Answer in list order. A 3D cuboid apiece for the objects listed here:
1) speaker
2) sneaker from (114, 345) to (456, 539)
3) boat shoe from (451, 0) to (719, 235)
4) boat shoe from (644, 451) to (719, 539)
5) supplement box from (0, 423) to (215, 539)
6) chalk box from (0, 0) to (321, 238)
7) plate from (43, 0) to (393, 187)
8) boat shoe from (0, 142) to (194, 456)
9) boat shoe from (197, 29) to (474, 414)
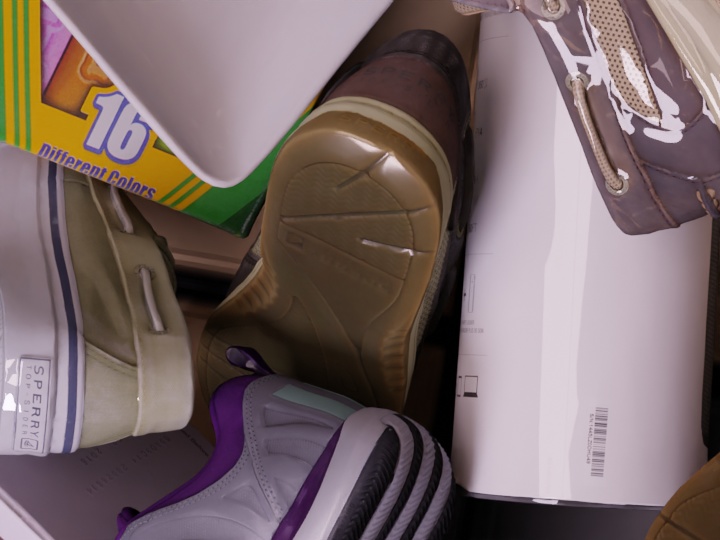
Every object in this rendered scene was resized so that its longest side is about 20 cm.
[{"bbox_3d":[0.073,-0.028,0.856,0.081,0.081,0.200,2,86,30],"label":"speaker"},{"bbox_3d":[-0.052,0.122,0.827,0.087,0.074,0.200,27,82,35],"label":"sneaker"},{"bbox_3d":[0.051,-0.099,0.783,0.073,0.074,0.200,-32,84,12],"label":"boat shoe"},{"bbox_3d":[0.137,0.060,0.759,0.073,0.065,0.200,46,120,34],"label":"boat shoe"},{"bbox_3d":[-0.140,0.127,0.924,0.061,0.109,0.200,42,117,8],"label":"supplement box"},{"bbox_3d":[-0.061,-0.137,0.893,0.200,0.124,0.125,-63,31,11],"label":"chalk box"},{"bbox_3d":[-0.049,-0.158,0.791,0.200,0.200,0.032,-51,23,-22],"label":"plate"},{"bbox_3d":[-0.092,0.006,0.896,0.200,0.062,0.072,-107,25,-61],"label":"boat shoe"},{"bbox_3d":[-0.001,-0.001,0.868,0.072,0.201,0.066,31,58,7],"label":"boat shoe"}]
